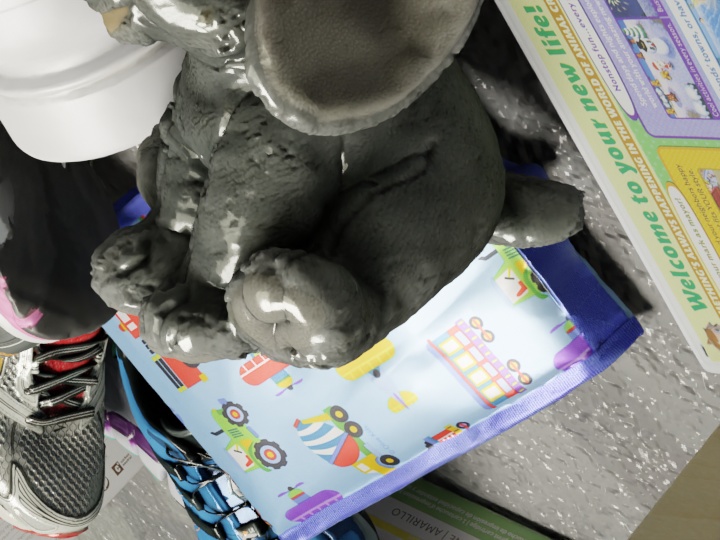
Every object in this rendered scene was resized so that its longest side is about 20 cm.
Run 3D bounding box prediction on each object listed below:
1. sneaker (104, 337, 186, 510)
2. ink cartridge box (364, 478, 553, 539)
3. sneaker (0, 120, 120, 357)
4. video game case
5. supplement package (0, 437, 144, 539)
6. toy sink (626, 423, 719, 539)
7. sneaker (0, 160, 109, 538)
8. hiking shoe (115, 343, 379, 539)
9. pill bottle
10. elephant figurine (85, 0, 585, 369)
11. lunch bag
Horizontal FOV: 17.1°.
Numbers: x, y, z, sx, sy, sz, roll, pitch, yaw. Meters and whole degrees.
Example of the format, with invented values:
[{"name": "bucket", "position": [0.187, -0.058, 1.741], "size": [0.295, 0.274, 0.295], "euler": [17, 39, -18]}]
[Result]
[{"name": "sneaker", "position": [-0.100, 0.035, 1.108], "size": [0.199, 0.074, 0.088], "euler": [30, 128, 19]}, {"name": "ink cartridge box", "position": [0.003, 0.186, 1.014], "size": [0.145, 0.200, 0.048], "euler": [22, 150, 36]}, {"name": "sneaker", "position": [-0.157, -0.058, 0.912], "size": [0.086, 0.080, 0.201], "euler": [-28, 67, 45]}, {"name": "video game case", "position": [0.132, -0.040, 0.708], "size": [0.182, 0.022, 0.200], "euler": [6, 136, 51]}, {"name": "supplement package", "position": [-0.230, 0.061, 1.240], "size": [0.200, 0.120, 0.121], "euler": [54, 152, -20]}, {"name": "toy sink", "position": [0.182, 0.156, 0.822], "size": [0.130, 0.112, 0.201], "euler": [20, 145, 39]}, {"name": "sneaker", "position": [-0.142, 0.018, 1.037], "size": [0.082, 0.078, 0.201], "euler": [-2, 99, 45]}, {"name": "hiking shoe", "position": [-0.054, 0.086, 0.997], "size": [0.201, 0.074, 0.087], "euler": [60, -170, 17]}, {"name": "pill bottle", "position": [-0.120, -0.142, 0.802], "size": [0.113, 0.113, 0.200], "euler": [15, 142, 44]}, {"name": "elephant figurine", "position": [-0.027, -0.080, 0.732], "size": [0.141, 0.155, 0.201], "euler": [9, 119, 27]}, {"name": "lunch bag", "position": [0.000, 0.000, 0.889], "size": [0.151, 0.094, 0.200], "euler": [50, 143, -8]}]
